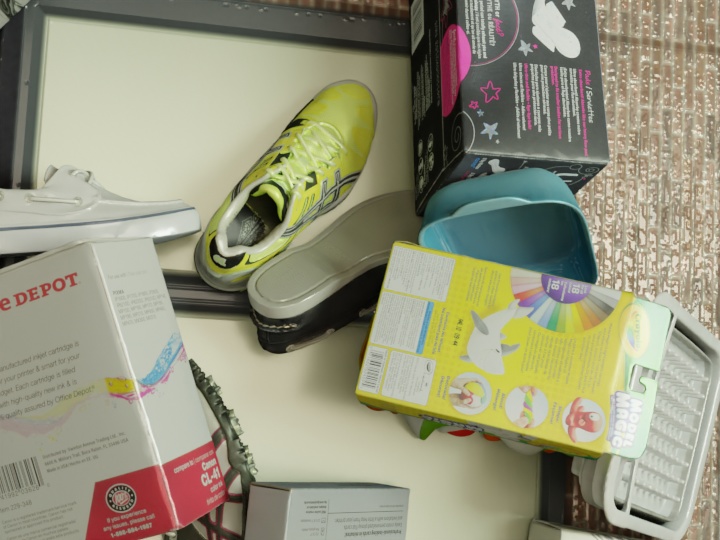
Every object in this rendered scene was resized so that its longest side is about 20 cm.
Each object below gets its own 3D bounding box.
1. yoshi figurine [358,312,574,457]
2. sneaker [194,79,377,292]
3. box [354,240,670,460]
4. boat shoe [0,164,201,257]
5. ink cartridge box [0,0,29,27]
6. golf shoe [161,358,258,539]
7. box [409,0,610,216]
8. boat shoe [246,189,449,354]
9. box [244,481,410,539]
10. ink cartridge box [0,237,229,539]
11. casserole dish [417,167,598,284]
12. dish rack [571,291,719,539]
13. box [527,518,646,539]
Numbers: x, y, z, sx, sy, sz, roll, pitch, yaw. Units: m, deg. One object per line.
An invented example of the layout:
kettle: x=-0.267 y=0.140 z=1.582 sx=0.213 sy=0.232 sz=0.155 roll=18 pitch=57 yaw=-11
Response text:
yoshi figurine: x=0.105 y=0.082 z=0.873 sx=0.200 sy=0.112 sz=0.113 roll=18 pitch=74 yaw=-13
sneaker: x=-0.048 y=-0.066 z=0.869 sx=0.075 sy=0.076 sz=0.200 roll=36 pitch=77 yaw=-4
box: x=0.107 y=0.058 z=0.789 sx=0.200 sy=0.048 sz=0.118 roll=13 pitch=76 yaw=10
boat shoe: x=-0.219 y=-0.046 z=0.832 sx=0.200 sy=0.074 sz=0.066 roll=-4 pitch=89 yaw=-14
ink cartridge box: x=-0.312 y=-0.249 z=0.827 sx=0.146 sy=0.084 sz=0.200 roll=43 pitch=77 yaw=-5
golf shoe: x=-0.113 y=0.167 z=0.832 sx=0.088 sy=0.077 sz=0.200 roll=-19 pitch=88 yaw=-8
box: x=0.109 y=-0.151 z=0.868 sx=0.114 sy=0.132 sz=0.200 roll=4 pitch=71 yaw=-12
boat shoe: x=0.000 y=0.000 z=0.879 sx=0.200 sy=0.060 sz=0.074 roll=-32 pitch=51 yaw=-31
box: x=-0.028 y=0.254 z=0.810 sx=0.156 sy=0.041 sz=0.200 roll=17 pitch=78 yaw=-54
ink cartridge box: x=-0.195 y=0.091 z=0.787 sx=0.147 sy=0.086 sz=0.200 roll=-17 pitch=86 yaw=21
casserole dish: x=0.112 y=-0.022 z=0.850 sx=0.121 sy=0.200 sz=0.039 roll=-11 pitch=64 yaw=14
dish rack: x=0.224 y=0.116 z=0.876 sx=0.200 sy=0.043 sz=0.172 roll=29 pitch=74 yaw=-52
box: x=0.232 y=0.256 z=0.899 sx=0.200 sy=0.068 sz=0.082 roll=11 pitch=82 yaw=-11
